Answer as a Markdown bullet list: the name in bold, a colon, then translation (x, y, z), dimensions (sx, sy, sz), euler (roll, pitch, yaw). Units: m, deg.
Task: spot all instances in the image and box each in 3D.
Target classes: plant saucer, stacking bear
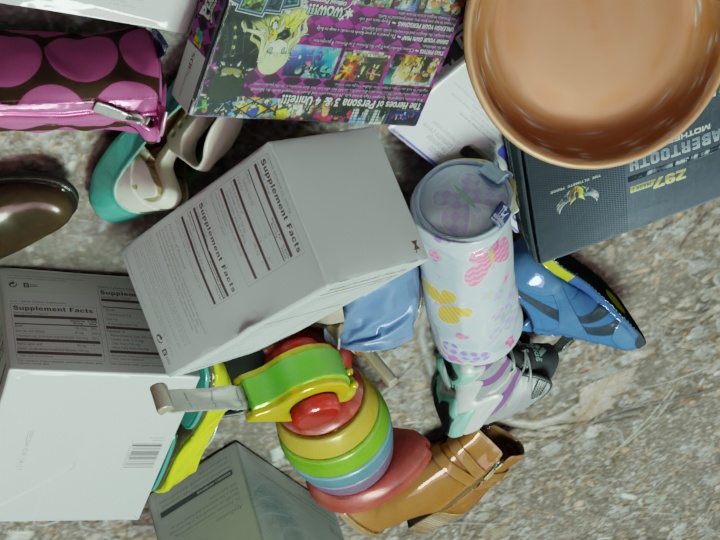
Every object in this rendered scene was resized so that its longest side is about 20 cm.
- **plant saucer**: translation (0.168, -0.174, 0.961), dimensions (0.199, 0.037, 0.201), euler (-2, 108, -8)
- **stacking bear**: translation (-0.028, 0.125, 1.221), dimensions (0.114, 0.121, 0.200), euler (-48, 142, -21)

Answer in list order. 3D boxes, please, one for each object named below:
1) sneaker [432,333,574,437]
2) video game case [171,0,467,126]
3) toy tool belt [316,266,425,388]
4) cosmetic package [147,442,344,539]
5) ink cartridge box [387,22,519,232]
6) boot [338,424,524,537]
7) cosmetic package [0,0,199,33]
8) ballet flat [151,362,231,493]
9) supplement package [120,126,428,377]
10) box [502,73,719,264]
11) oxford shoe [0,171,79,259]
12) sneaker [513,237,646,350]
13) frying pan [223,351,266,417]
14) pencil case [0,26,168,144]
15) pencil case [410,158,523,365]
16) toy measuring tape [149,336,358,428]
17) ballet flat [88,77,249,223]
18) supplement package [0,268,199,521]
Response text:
- **sneaker**: translation (0.144, 0.079, 1.298), dimensions (0.139, 0.078, 0.200), euler (-15, 148, -10)
- **video game case**: translation (-0.013, -0.186, 0.909), dimensions (0.199, 0.036, 0.182), euler (-3, 127, -37)
- **toy tool belt**: translation (0.000, 0.000, 1.104), dimensions (0.124, 0.123, 0.200), euler (-18, 140, -4)
- **cosmetic package**: translation (-0.094, 0.315, 1.354), dimensions (0.123, 0.200, 0.199), euler (-32, 139, 13)
- **ink cartridge box**: translation (0.145, -0.141, 1.070), dimensions (0.200, 0.043, 0.198), euler (-39, 137, 17)
- **boot**: translation (0.069, 0.210, 1.410), dimensions (0.155, 0.074, 0.200), euler (-42, 148, 25)
- **cosmetic package**: translation (-0.194, -0.211, 0.844), dimensions (0.199, 0.051, 0.083), euler (5, 135, -28)
- **ballet flat**: translation (-0.148, 0.125, 1.194), dimensions (0.067, 0.067, 0.200), euler (-13, 145, -39)
- **supplement package**: translation (-0.068, -0.012, 1.000), dimensions (0.114, 0.110, 0.200), euler (-15, 169, -47)
- **box**: translation (0.216, -0.101, 1.073), dimensions (0.199, 0.051, 0.158), euler (-19, 140, -2)
- **oxford shoe**: translation (-0.300, -0.011, 0.997), dimensions (0.199, 0.085, 0.073), euler (-23, 138, 0)
- **sneaker**: translation (0.192, 0.034, 1.264), dimensions (0.078, 0.066, 0.200), euler (-44, 130, 16)
- **frying pan**: translation (-0.118, 0.065, 1.197), dimensions (0.114, 0.031, 0.191), euler (-14, 137, -10)
- **pencil case**: translation (-0.230, -0.120, 0.898), dimensions (0.199, 0.094, 0.091), euler (-6, 138, -16)
- **pencil case**: translation (0.091, -0.004, 1.111), dimensions (0.091, 0.083, 0.200), euler (-54, 154, -27)
- **toy measuring tape**: translation (-0.070, 0.087, 1.056), dimensions (0.200, 0.074, 0.074), euler (6, 135, -47)
- **ballet flat**: translation (-0.137, -0.089, 0.988), dimensions (0.067, 0.071, 0.200), euler (20, 126, -37)
- **supplement package**: translation (-0.243, 0.109, 1.132), dimensions (0.155, 0.111, 0.200), euler (4, 135, -26)
